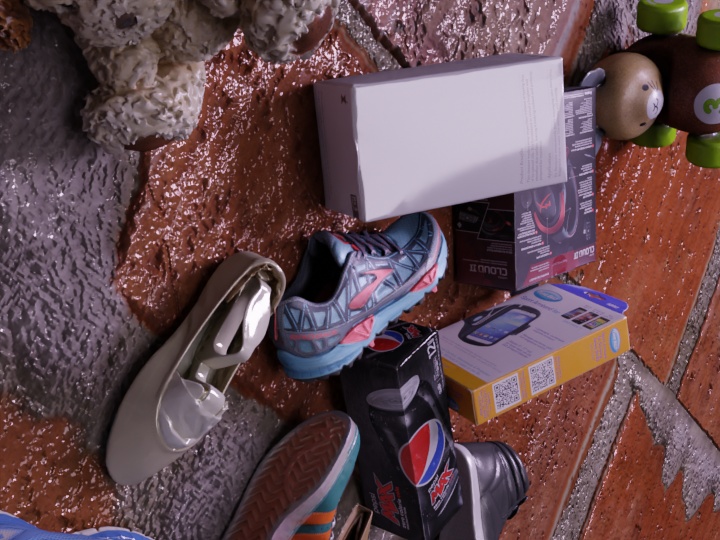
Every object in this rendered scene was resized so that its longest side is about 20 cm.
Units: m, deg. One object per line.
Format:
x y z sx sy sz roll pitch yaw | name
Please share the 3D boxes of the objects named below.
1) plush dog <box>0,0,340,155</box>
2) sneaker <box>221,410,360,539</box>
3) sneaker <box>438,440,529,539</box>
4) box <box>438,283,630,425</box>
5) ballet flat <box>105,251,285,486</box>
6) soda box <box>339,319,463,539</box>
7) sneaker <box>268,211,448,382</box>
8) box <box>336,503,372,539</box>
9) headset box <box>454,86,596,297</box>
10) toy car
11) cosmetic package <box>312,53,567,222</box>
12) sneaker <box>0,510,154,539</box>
-0.138 -0.186 0.710 0.172 0.200 0.161 17 50 -58 | plush dog
-0.055 0.211 0.930 0.200 0.071 0.080 -57 135 -14 | sneaker
0.127 0.262 1.139 0.099 0.071 0.200 -9 99 -43 | sneaker
0.151 0.069 1.054 0.200 0.119 0.042 -20 114 -24 | box
-0.115 0.071 0.836 0.069 0.069 0.200 48 62 -42 | ballet flat
0.037 0.141 1.002 0.063 0.071 0.200 -39 130 -40 | soda box
0.000 0.000 0.945 0.200 0.079 0.096 -46 126 -34 | sneaker
-0.036 0.301 0.905 0.200 0.021 0.164 97 16 -48 | box
0.163 -0.075 1.119 0.149 0.075 0.200 -18 110 -46 | headset box
0.300 -0.183 1.215 0.200 0.158 0.165 -24 125 -32 | toy car
0.068 -0.114 0.951 0.200 0.081 0.113 -10 106 -23 | cosmetic package
-0.183 0.214 0.765 0.200 0.089 0.079 25 79 -48 | sneaker
